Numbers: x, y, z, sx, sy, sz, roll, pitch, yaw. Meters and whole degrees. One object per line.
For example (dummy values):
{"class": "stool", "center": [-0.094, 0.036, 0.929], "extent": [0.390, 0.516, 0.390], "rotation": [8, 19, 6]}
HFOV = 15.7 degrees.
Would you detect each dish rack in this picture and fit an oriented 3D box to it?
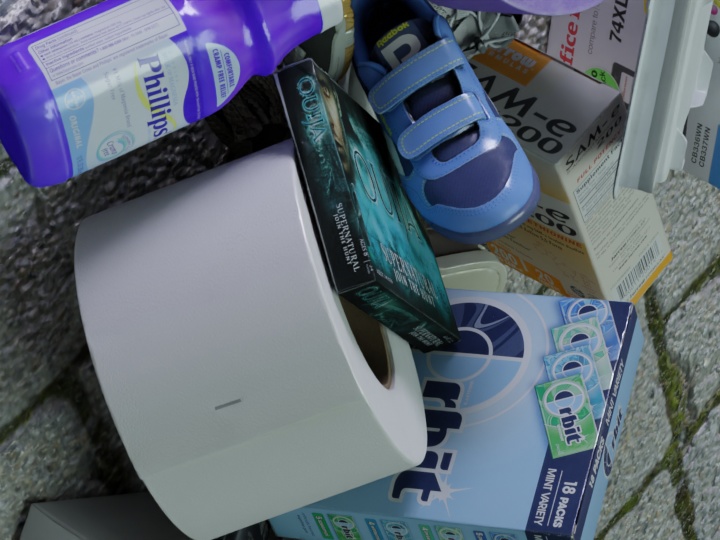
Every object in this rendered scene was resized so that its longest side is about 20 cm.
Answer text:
{"class": "dish rack", "center": [0.205, -0.156, 1.649], "extent": [0.172, 0.043, 0.201], "rotation": [-64, 165, -57]}

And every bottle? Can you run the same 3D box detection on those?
{"class": "bottle", "center": [-0.106, -0.118, 1.430], "extent": [0.199, 0.065, 0.084], "rotation": [-25, 142, -16]}

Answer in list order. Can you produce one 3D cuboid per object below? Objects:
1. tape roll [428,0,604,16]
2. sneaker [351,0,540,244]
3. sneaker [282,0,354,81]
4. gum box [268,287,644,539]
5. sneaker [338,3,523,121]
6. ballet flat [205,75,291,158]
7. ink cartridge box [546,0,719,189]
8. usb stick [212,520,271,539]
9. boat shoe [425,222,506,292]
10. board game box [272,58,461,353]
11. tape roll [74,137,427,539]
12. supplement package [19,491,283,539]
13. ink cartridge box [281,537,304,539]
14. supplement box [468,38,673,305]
{"class": "tape roll", "center": [0.094, -0.256, 1.573], "extent": [0.199, 0.085, 0.201], "rotation": [-7, 102, -36]}
{"class": "sneaker", "center": [0.040, -0.097, 1.537], "extent": [0.074, 0.200, 0.082], "rotation": [-30, 140, 0]}
{"class": "sneaker", "center": [-0.063, -0.179, 1.506], "extent": [0.087, 0.076, 0.201], "rotation": [-31, 134, -17]}
{"class": "gum box", "center": [0.058, 0.091, 1.592], "extent": [0.045, 0.199, 0.170], "rotation": [67, 34, -48]}
{"class": "sneaker", "center": [0.060, -0.163, 1.660], "extent": [0.200, 0.082, 0.075], "rotation": [-54, 147, -11]}
{"class": "ballet flat", "center": [-0.038, -0.070, 1.611], "extent": [0.067, 0.046, 0.200], "rotation": [-35, 145, 7]}
{"class": "ink cartridge box", "center": [0.252, -0.165, 1.813], "extent": [0.146, 0.200, 0.147], "rotation": [-25, 133, -40]}
{"class": "usb stick", "center": [-0.068, 0.134, 1.612], "extent": [0.200, 0.032, 0.056], "rotation": [-76, 161, -51]}
{"class": "boat shoe", "center": [0.000, 0.000, 1.712], "extent": [0.199, 0.060, 0.072], "rotation": [-5, 133, -30]}
{"class": "board game box", "center": [0.006, -0.034, 1.523], "extent": [0.028, 0.136, 0.200], "rotation": [-19, 165, 11]}
{"class": "tape roll", "center": [-0.061, 0.039, 1.501], "extent": [0.139, 0.203, 0.203], "rotation": [-20, 146, 11]}
{"class": "supplement package", "center": [-0.122, 0.218, 1.658], "extent": [0.200, 0.120, 0.122], "rotation": [1, 114, -55]}
{"class": "ink cartridge box", "center": [0.030, 0.174, 1.668], "extent": [0.147, 0.083, 0.201], "rotation": [50, 49, -38]}
{"class": "supplement box", "center": [0.130, -0.064, 1.791], "extent": [0.074, 0.126, 0.200], "rotation": [-48, 144, -16]}
